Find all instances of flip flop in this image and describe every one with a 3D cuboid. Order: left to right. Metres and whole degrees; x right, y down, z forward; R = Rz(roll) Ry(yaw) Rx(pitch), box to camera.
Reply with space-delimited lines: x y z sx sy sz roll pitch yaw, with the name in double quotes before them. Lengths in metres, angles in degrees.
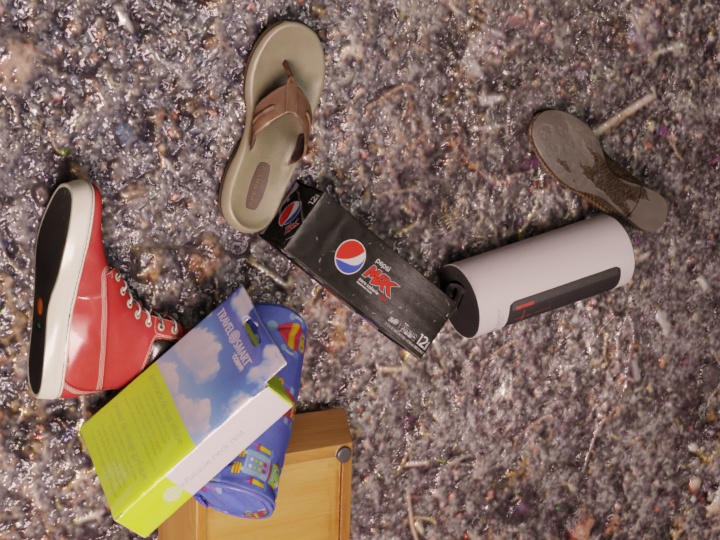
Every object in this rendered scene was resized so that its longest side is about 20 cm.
"flip flop" -0.077 -0.129 1.282 0.081 0.057 0.201 15 96 -31

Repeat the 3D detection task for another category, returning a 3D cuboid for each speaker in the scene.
"speaker" 0.182 0.005 1.447 0.199 0.081 0.082 -17 111 -24

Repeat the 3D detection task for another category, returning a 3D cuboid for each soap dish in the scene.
"soap dish" -0.097 0.226 1.355 0.199 0.081 0.159 -5 106 -28

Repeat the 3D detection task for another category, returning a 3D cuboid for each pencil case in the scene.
"pencil case" -0.103 0.126 1.273 0.078 0.086 0.201 58 34 -50

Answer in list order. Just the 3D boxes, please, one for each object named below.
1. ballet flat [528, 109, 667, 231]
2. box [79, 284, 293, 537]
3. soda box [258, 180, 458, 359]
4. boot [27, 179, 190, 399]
"ballet flat" 0.246 -0.104 1.478 0.199 0.046 0.068 32 87 -26
"box" -0.146 0.120 1.218 0.200 0.122 0.048 -41 133 5
"soda box" 0.000 0.000 1.356 0.200 0.063 0.071 40 83 -31
"boot" -0.214 0.017 1.243 0.143 0.072 0.202 -1 112 -29
